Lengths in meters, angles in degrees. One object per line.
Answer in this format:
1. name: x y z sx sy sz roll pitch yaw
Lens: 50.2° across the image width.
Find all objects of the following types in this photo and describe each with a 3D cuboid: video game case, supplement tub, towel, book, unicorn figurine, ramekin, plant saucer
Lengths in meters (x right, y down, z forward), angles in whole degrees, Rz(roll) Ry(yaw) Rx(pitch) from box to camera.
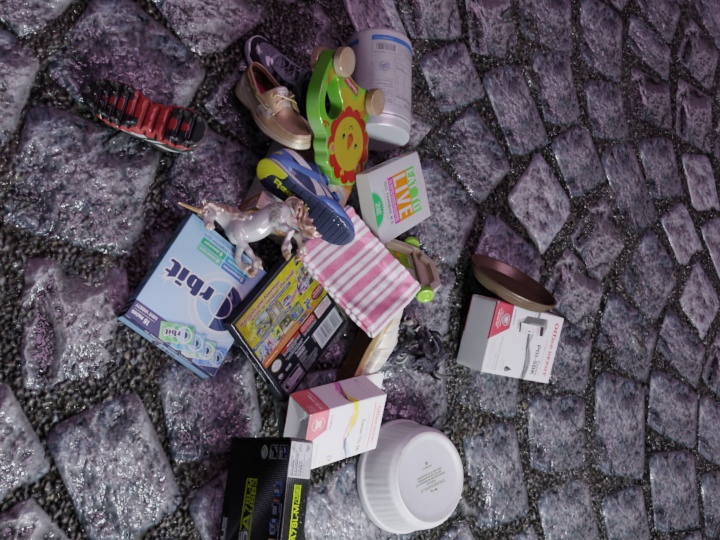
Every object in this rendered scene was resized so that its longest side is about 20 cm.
1. video game case: -0.120 0.087 1.298 0.200 0.025 0.181 -52 126 -34
2. supplement tub: 0.033 -0.346 1.470 0.131 0.132 0.202 11 74 -34
3. towel: 0.000 0.000 1.316 0.200 0.030 0.146 47 57 -1
4. book: 0.060 -0.138 1.438 0.200 0.048 0.135 -34 119 -53
5. unicorn figurine: -0.173 -0.064 1.228 0.199 0.074 0.138 -19 83 -16
6. ramekin: 0.098 0.370 1.385 0.201 0.094 0.204 9 74 -35
7. plant saucer: 0.311 0.029 1.584 0.199 0.200 0.030 16 111 -33

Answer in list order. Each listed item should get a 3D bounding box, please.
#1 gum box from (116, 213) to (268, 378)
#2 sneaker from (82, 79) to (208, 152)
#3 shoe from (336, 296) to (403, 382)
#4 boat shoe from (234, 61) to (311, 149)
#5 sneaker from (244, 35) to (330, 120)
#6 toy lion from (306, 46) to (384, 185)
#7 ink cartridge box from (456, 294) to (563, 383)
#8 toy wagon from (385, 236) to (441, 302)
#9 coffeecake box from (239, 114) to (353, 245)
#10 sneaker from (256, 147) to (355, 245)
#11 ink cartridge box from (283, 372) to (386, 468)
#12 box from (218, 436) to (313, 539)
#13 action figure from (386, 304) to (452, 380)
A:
1. gum box: -0.259 0.040 1.223 0.170 0.044 0.201 40 59 -23
2. sneaker: -0.337 -0.237 1.211 0.199 0.098 0.071 20 80 -7
3. shoe: 0.026 0.131 1.375 0.053 0.070 0.201 29 92 -30
4. boat shoe: -0.145 -0.282 1.300 0.073 0.069 0.200 -12 50 -44
5. sneaker: -0.113 -0.350 1.372 0.200 0.114 0.076 49 56 -18
6. toy lion: -0.036 -0.250 1.307 0.200 0.068 0.193 41 63 -57
7. ink cartridge box: 0.310 0.142 1.576 0.199 0.083 0.148 13 91 -34
8. toy wagon: 0.057 -0.017 1.432 0.199 0.040 0.156 18 36 -23
9. coffeecake box: -0.104 -0.144 1.360 0.153 0.073 0.201 35 62 -27
10. sneaker: -0.077 -0.128 1.275 0.200 0.074 0.082 45 45 -9
11. ink cartridge box: -0.028 0.253 1.304 0.199 0.067 0.117 -9 120 -37
12. box: -0.146 0.352 1.147 0.047 0.193 0.202 17 71 -35
13. action figure: 0.091 0.127 1.428 0.118 0.102 0.201 -7 64 -46
